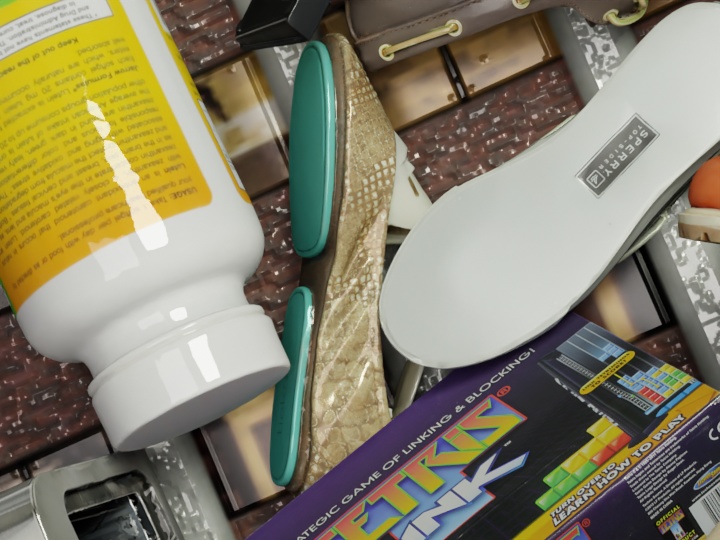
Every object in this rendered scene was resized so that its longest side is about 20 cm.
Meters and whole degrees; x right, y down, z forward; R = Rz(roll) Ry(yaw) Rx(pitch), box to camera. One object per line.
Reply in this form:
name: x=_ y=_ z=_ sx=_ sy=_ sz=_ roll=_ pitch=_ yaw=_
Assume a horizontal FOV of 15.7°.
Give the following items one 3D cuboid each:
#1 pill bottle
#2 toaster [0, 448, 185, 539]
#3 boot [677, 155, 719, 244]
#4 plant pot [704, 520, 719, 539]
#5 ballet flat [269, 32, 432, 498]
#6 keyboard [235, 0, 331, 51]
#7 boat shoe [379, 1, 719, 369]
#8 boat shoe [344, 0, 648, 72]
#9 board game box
pill bottle: x=-0.108 y=-0.030 z=1.101 sx=0.111 sy=0.111 sz=0.201 roll=-28 pitch=79 yaw=9
toaster: x=-0.125 y=0.176 z=1.067 sx=0.118 sy=0.200 sz=0.181 roll=-28 pitch=84 yaw=14
boot: x=0.205 y=-0.068 z=1.028 sx=0.199 sy=0.075 sz=0.108 roll=-17 pitch=103 yaw=-24
plant pot: x=0.207 y=0.169 z=0.969 sx=0.177 sy=0.200 sz=0.200 roll=-37 pitch=64 yaw=6
ballet flat: x=0.000 y=0.000 z=1.120 sx=0.065 sy=0.070 sz=0.201 roll=4 pitch=93 yaw=-16
keyboard: x=0.016 y=-0.181 z=1.065 sx=0.021 sy=0.127 sz=0.201 roll=29 pitch=78 yaw=-18
boat shoe: x=0.094 y=-0.029 z=1.091 sx=0.200 sy=0.064 sz=0.071 roll=-40 pitch=78 yaw=3
boat shoe: x=0.089 y=-0.130 z=1.095 sx=0.199 sy=0.072 sz=0.060 roll=-11 pitch=102 yaw=7
board game box: x=0.044 y=0.107 z=1.026 sx=0.200 sy=0.165 sz=0.057 roll=-39 pitch=113 yaw=-9
